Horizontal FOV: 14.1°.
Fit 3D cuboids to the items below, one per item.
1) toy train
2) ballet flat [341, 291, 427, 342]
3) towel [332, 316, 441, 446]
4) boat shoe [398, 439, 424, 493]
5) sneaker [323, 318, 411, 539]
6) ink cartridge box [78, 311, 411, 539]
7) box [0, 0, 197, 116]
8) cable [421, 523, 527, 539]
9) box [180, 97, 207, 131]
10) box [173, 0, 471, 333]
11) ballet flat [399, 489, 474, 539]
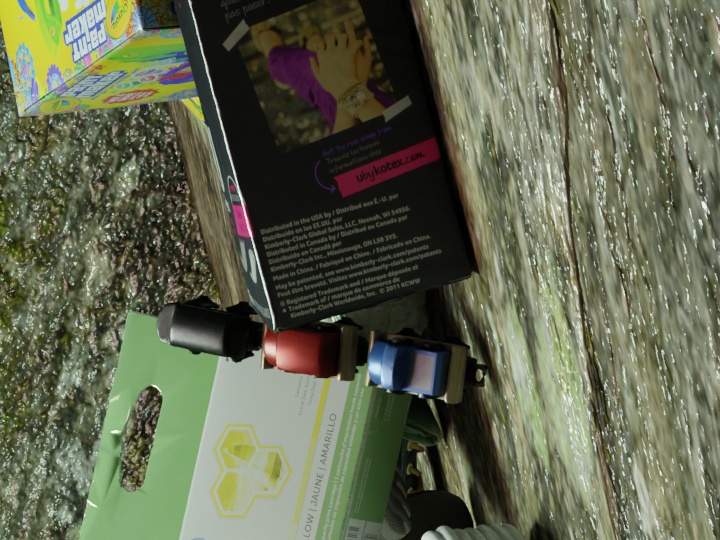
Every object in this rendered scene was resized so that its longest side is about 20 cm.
[{"bbox_3d":[-0.024,0.040,1.519,0.046,0.200,0.034,3,-85,-57],"label":"toy train"},{"bbox_3d":[-0.010,-0.041,1.577,0.200,0.072,0.072,57,179,-15],"label":"ballet flat"},{"bbox_3d":[0.000,0.000,1.690,0.153,0.023,0.200,31,-140,-74],"label":"towel"},{"bbox_3d":[0.016,0.122,1.818,0.200,0.091,0.071,48,-175,-22],"label":"boat shoe"},{"bbox_3d":[-0.029,0.088,1.677,0.200,0.082,0.075,-100,-17,-55],"label":"sneaker"},{"bbox_3d":[-0.076,0.105,1.605,0.048,0.200,0.146,17,-95,-59],"label":"ink cartridge box"},{"bbox_3d":[-0.124,-0.205,1.629,0.200,0.122,0.193,-21,78,62],"label":"box"},{"bbox_3d":[0.078,0.221,1.455,0.200,0.069,0.200,82,171,-61],"label":"cable"},{"bbox_3d":[-0.101,-0.149,1.785,0.200,0.070,0.064,47,171,5],"label":"box"},{"bbox_3d":[-0.025,-0.081,1.469,0.122,0.106,0.200,-155,51,-82],"label":"box"},{"bbox_3d":[-0.016,0.190,1.663,0.067,0.200,0.046,58,152,-11],"label":"ballet flat"}]
